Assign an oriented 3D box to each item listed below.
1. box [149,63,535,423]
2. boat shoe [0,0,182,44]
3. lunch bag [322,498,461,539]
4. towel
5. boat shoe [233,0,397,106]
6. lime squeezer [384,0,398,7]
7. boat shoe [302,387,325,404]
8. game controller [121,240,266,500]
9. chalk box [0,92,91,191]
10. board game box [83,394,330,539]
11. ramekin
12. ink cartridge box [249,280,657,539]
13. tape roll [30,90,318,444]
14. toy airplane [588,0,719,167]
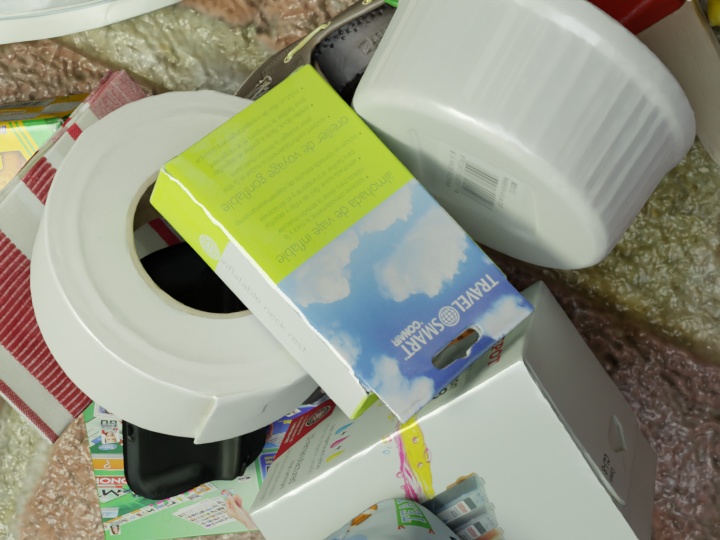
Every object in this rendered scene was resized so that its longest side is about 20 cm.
[{"bbox_3d":[-0.010,-0.011,1.124,0.122,0.048,0.200,-38,81,-29],"label":"box"},{"bbox_3d":[-0.199,-0.195,1.290,0.199,0.070,0.072,-8,106,12],"label":"boat shoe"},{"bbox_3d":[0.008,0.235,1.122,0.200,0.076,0.160,-38,102,23],"label":"lunch bag"},{"bbox_3d":[-0.174,-0.009,1.230,0.200,0.023,0.144,-49,121,-15],"label":"towel"},{"bbox_3d":[-0.020,-0.124,1.268,0.200,0.060,0.072,-37,93,0],"label":"boat shoe"},{"bbox_3d":[0.027,-0.196,1.234,0.200,0.070,0.038,53,149,22],"label":"lime squeezer"},{"bbox_3d":[0.000,0.000,1.268,0.200,0.072,0.063,-53,136,-14],"label":"boat shoe"},{"bbox_3d":[-0.108,0.065,1.274,0.104,0.042,0.201,-12,128,-21],"label":"game controller"},{"bbox_3d":[-0.227,-0.008,1.308,0.123,0.124,0.202,-5,101,8],"label":"chalk box"},{"bbox_3d":[-0.092,0.117,1.367,0.198,0.029,0.136,-6,102,9],"label":"board game box"},{"bbox_3d":[0.090,-0.087,1.164,0.200,0.201,0.098,33,74,-1],"label":"ramekin"},{"bbox_3d":[0.062,0.129,1.191,0.199,0.145,0.145,-30,101,18],"label":"ink cartridge box"},{"bbox_3d":[-0.094,-0.004,1.162,0.202,0.203,0.071,32,149,-1],"label":"tape roll"},{"bbox_3d":[0.194,-0.178,1.214,0.140,0.199,0.201,-13,114,-31],"label":"toy airplane"}]
